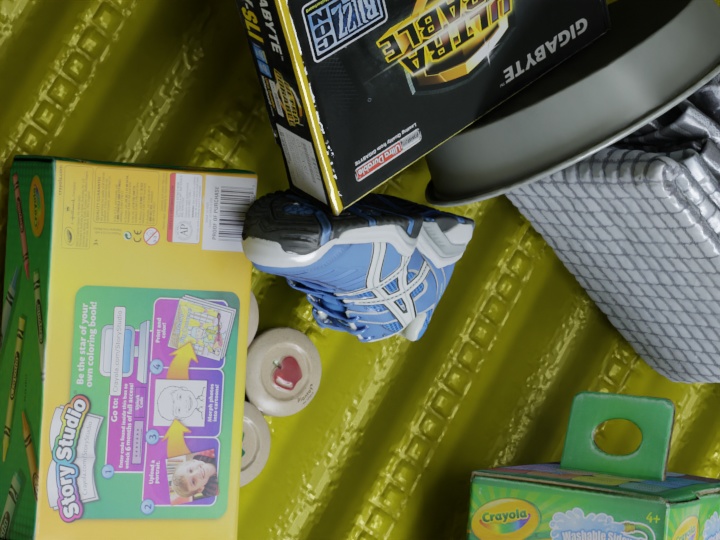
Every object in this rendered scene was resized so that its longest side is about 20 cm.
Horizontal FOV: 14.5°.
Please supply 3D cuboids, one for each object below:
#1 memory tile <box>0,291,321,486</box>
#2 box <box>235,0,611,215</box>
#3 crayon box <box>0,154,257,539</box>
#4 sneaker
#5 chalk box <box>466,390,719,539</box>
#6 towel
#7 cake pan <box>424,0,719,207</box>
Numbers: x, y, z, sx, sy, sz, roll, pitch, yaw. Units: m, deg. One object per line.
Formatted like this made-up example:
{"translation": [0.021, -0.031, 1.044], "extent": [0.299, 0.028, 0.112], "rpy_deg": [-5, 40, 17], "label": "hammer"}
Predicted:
{"translation": [-0.119, 0.084, 1.511], "extent": [0.153, 0.017, 0.200], "rpy_deg": [43, 73, -25], "label": "memory tile"}
{"translation": [0.032, -0.148, 1.446], "extent": [0.200, 0.049, 0.160], "rpy_deg": [-34, 128, -25], "label": "box"}
{"translation": [-0.122, 0.043, 1.463], "extent": [0.119, 0.058, 0.200], "rpy_deg": [3, 91, -30], "label": "crayon box"}
{"translation": [0.000, 0.000, 1.509], "extent": [0.200, 0.076, 0.077], "rpy_deg": [5, 101, -60], "label": "sneaker"}
{"translation": [0.136, 0.170, 1.582], "extent": [0.124, 0.124, 0.200], "rpy_deg": [0, 94, -61], "label": "chalk box"}
{"translation": [0.187, -0.021, 1.601], "extent": [0.200, 0.165, 0.086], "rpy_deg": [47, 67, -25], "label": "towel"}
{"translation": [0.116, -0.100, 1.534], "extent": [0.200, 0.200, 0.037], "rpy_deg": [-35, 103, -24], "label": "cake pan"}
